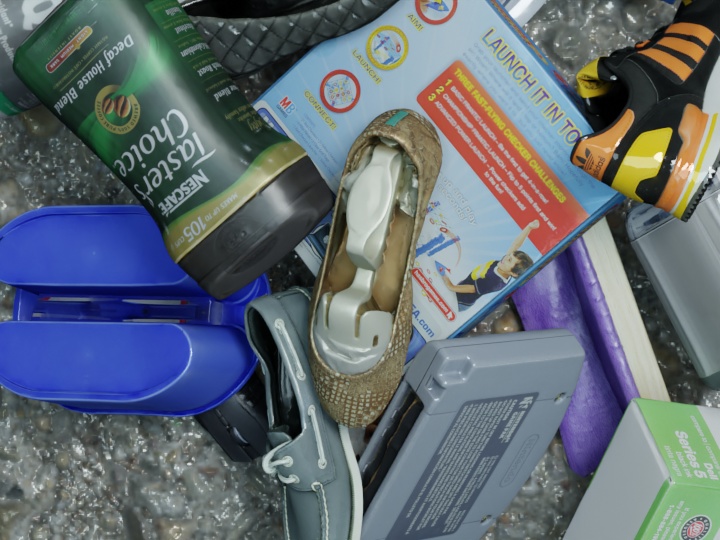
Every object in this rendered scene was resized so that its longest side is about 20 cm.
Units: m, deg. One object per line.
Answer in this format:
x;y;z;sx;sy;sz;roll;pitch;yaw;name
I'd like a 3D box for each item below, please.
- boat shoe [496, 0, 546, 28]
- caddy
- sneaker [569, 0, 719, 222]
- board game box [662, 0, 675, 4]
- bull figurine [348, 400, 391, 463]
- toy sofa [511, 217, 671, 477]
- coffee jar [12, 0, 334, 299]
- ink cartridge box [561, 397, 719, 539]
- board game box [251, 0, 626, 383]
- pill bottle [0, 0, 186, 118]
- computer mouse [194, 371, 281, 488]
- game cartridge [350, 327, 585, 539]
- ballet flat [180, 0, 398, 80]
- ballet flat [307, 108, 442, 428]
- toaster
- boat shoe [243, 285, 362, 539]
0.055;-0.155;1.117;0.067;0.074;0.200;45;99;-2;boat shoe
-0.159;0.026;1.141;0.200;0.105;0.142;1;83;21;caddy
0.175;-0.118;1.005;0.090;0.200;0.070;19;136;-1;sneaker
0.167;-0.290;1.078;0.152;0.045;0.200;23;80;3;board game box
-0.008;0.041;1.148;0.121;0.065;0.200;22;93;9;bull figurine
0.156;0.044;1.125;0.097;0.083;0.200;-20;94;6;toy sofa
-0.111;-0.084;1.028;0.104;0.085;0.200;-40;91;19;coffee jar
0.246;0.170;1.073;0.200;0.084;0.146;8;123;-17;ink cartridge box
0.042;-0.069;1.067;0.196;0.056;0.200;-41;81;16;board game box
-0.174;-0.187;1.117;0.200;0.113;0.113;-23;93;7;pill bottle
-0.069;0.138;1.169;0.059;0.034;0.200;-30;88;27;computer mouse
0.063;0.118;1.102;0.042;0.133;0.200;51;130;32;game cartridge
-0.029;-0.175;1.033;0.200;0.067;0.057;-26;135;25;ballet flat
0.000;0.000;1.020;0.070;0.065;0.200;11;97;18;ballet flat
0.255;-0.014;1.065;0.200;0.114;0.129;-28;85;-36;toaster
-0.043;0.110;1.085;0.062;0.073;0.200;-1;87;-36;boat shoe
